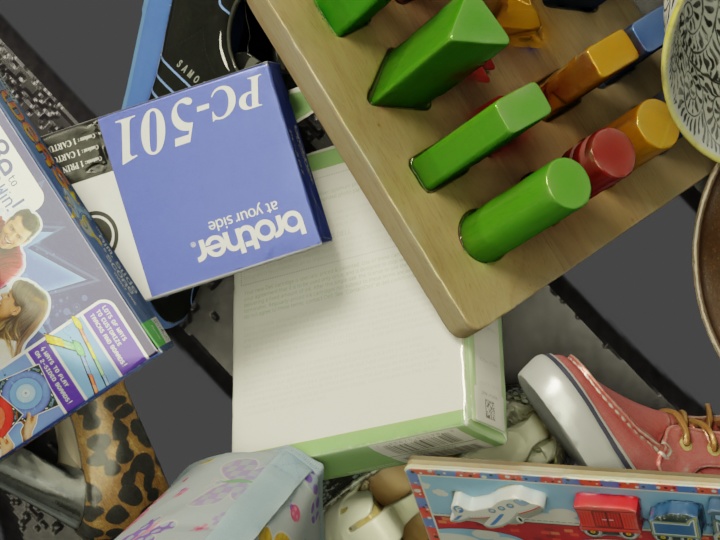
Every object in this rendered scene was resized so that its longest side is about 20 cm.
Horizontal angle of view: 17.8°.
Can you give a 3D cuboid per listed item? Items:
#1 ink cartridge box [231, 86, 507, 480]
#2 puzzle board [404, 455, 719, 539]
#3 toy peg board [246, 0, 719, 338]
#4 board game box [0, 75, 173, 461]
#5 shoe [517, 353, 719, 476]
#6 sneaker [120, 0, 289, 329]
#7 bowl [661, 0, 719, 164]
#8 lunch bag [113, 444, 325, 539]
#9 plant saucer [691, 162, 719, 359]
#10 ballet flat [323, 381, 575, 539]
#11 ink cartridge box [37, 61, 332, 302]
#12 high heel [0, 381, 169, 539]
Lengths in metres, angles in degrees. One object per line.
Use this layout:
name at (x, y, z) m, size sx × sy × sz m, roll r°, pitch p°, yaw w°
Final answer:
ink cartridge box at (0.000, 0.000, 1.178) m, size 0.145 × 0.048 × 0.202 m, roll -14°, pitch 66°, yaw 32°
puzzle board at (0.131, 0.147, 1.134) m, size 0.198 × 0.151 × 0.017 m, roll 3°, pitch 50°, yaw 19°
toy peg board at (0.085, -0.108, 1.119) m, size 0.199 × 0.098 × 0.201 m, roll -32°, pitch 90°, yaw -33°
board game box at (-0.200, -0.010, 1.108) m, size 0.135 × 0.034 × 0.201 m, roll -32°, pitch 90°, yaw 7°
shoe at (0.162, 0.091, 1.154) m, size 0.091 × 0.072 × 0.200 m, roll -40°, pitch 122°, yaw 0°
sneaker at (-0.079, -0.067, 1.182) m, size 0.077 × 0.070 × 0.202 m, roll 5°, pitch 86°, yaw 33°
bowl at (0.223, -0.151, 1.107) m, size 0.199 × 0.201 × 0.095 m, roll -25°, pitch 49°, yaw 5°
lunch bag at (-0.099, 0.193, 1.123) m, size 0.127 × 0.170 × 0.201 m, roll 36°, pitch 121°, yaw 4°
plant saucer at (0.271, -0.008, 1.188) m, size 0.198 × 0.037 × 0.202 m, roll 0°, pitch 92°, yaw 5°
ballet flat at (0.029, 0.120, 1.195) m, size 0.200 × 0.072 × 0.072 m, roll -33°, pitch 89°, yaw 5°
ink cartridge box at (-0.122, -0.028, 1.139) m, size 0.198 × 0.044 × 0.095 m, roll -17°, pitch 91°, yaw 7°
high heel at (-0.125, 0.040, 1.221) m, size 0.142 × 0.071 × 0.201 m, roll 29°, pitch 82°, yaw -18°
